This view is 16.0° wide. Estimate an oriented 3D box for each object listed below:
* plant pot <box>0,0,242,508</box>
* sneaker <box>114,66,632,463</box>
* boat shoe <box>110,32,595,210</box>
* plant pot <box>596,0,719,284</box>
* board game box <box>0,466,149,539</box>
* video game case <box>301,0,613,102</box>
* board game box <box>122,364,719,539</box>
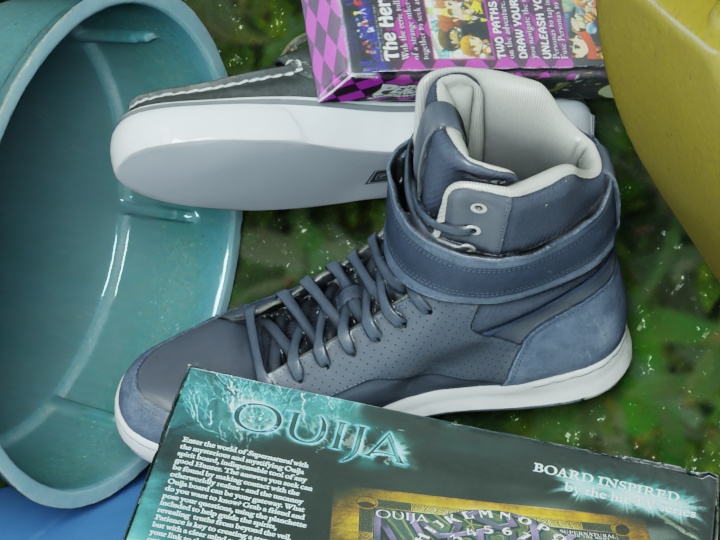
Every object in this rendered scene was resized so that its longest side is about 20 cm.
[{"bbox_3d":[-0.179,-0.022,1.010,0.196,0.200,0.200,9,81,25],"label":"plant pot"},{"bbox_3d":[0.000,-0.001,0.946,0.202,0.146,0.077,-13,51,-5],"label":"sneaker"},{"bbox_3d":[-0.004,-0.062,0.989,0.200,0.069,0.057,-3,69,-26],"label":"boat shoe"},{"bbox_3d":[0.190,-0.062,0.861,0.195,0.200,0.194,-42,30,4],"label":"plant pot"},{"bbox_3d":[-0.117,0.117,0.982,0.200,0.158,0.039,-9,99,16],"label":"board game box"},{"bbox_3d":[0.054,-0.163,0.992,0.181,0.036,0.200,-3,74,-27],"label":"video game case"},{"bbox_3d":[0.020,0.104,0.882,0.200,0.028,0.135,12,40,5],"label":"board game box"}]
